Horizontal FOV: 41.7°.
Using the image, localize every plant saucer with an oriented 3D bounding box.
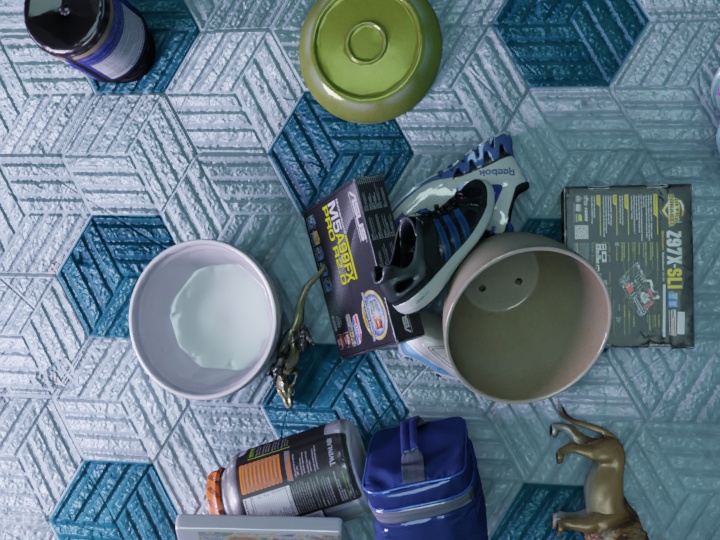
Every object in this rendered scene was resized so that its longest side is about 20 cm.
[{"bbox_3d":[0.010,-0.299,1.254,0.195,0.031,0.205,0,88,9],"label":"plant saucer"}]

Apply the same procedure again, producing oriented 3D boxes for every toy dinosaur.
[{"bbox_3d":[-0.084,0.094,1.202,0.047,0.088,0.204,17,109,-3],"label":"toy dinosaur"}]

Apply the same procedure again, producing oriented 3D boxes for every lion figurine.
[{"bbox_3d":[0.298,0.268,1.164,0.120,0.072,0.205,1,84,2],"label":"lion figurine"}]

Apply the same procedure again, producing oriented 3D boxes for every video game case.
[{"bbox_3d":[-0.122,0.354,1.169,0.195,0.184,0.023,1,49,-2],"label":"video game case"}]

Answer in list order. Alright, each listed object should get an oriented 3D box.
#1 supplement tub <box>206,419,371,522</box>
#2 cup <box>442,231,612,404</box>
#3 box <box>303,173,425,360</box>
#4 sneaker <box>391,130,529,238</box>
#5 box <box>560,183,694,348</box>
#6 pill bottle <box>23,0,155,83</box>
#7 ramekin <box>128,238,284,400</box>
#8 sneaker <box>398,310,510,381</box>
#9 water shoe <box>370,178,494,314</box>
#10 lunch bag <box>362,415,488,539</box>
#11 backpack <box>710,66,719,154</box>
[{"bbox_3d":[-0.088,0.274,1.200,0.196,0.122,0.125,-18,85,9],"label":"supplement tub"},{"bbox_3d":[0.183,0.035,1.132,0.196,0.144,0.204,-3,116,-6],"label":"cup"},{"bbox_3d":[0.000,0.000,1.181,0.044,0.160,0.204,-13,85,-28],"label":"box"},{"bbox_3d":[0.134,-0.076,1.199,0.198,0.081,0.116,-34,81,5],"label":"sneaker"},{"bbox_3d":[0.331,-0.004,1.180,0.156,0.049,0.205,-1,87,7],"label":"box"},{"bbox_3d":[-0.341,-0.309,1.225,0.109,0.200,0.115,0,88,8],"label":"pill bottle"},{"bbox_3d":[-0.191,0.063,1.234,0.195,0.105,0.205,0,88,10],"label":"ramekin"},{"bbox_3d":[0.141,0.116,1.204,0.197,0.072,0.073,24,132,1],"label":"sneaker"},{"bbox_3d":[0.088,-0.045,1.099,0.079,0.071,0.202,44,64,-22],"label":"water shoe"},{"bbox_3d":[0.079,0.256,1.141,0.133,0.200,0.135,-11,104,7],"label":"lunch bag"},{"bbox_3d":[0.496,-0.205,1.100,0.152,0.175,0.202,33,94,26],"label":"backpack"}]
